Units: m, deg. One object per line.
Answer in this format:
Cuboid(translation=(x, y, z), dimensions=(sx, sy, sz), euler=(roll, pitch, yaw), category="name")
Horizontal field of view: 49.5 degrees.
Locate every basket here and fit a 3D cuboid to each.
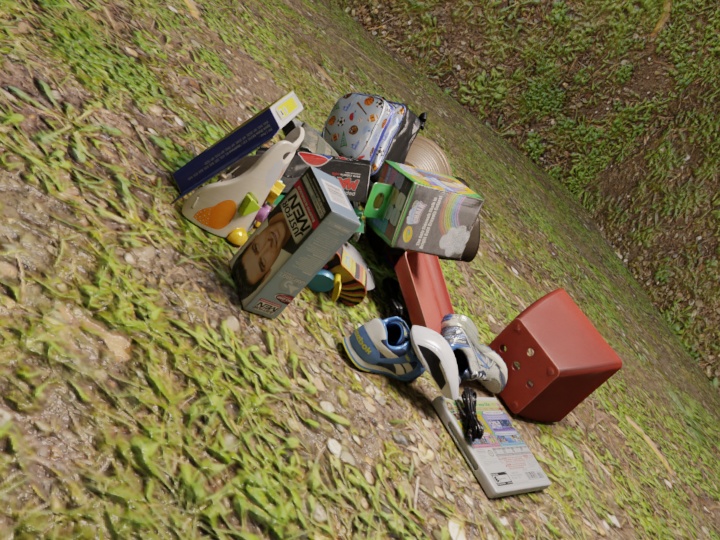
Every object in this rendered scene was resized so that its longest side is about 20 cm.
Cuboid(translation=(0.122, -0.096, 1.588), dimensions=(0.198, 0.136, 0.182), euler=(-6, 76, -22), category="basket")

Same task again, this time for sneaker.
Cuboid(translation=(0.198, 0.172, 1.430), dimensions=(0.200, 0.077, 0.086), euler=(48, 49, -28), category="sneaker")
Cuboid(translation=(0.060, 0.124, 1.252), dimensions=(0.199, 0.082, 0.074), euler=(17, 33, -51), category="sneaker")

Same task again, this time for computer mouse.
Cuboid(translation=(0.000, 0.000, 1.391), dimensions=(0.199, 0.044, 0.110), euler=(38, 23, -15), category="computer mouse")
Cuboid(translation=(0.143, 0.166, 1.244), dimensions=(0.201, 0.044, 0.110), euler=(58, 19, -19), category="computer mouse")

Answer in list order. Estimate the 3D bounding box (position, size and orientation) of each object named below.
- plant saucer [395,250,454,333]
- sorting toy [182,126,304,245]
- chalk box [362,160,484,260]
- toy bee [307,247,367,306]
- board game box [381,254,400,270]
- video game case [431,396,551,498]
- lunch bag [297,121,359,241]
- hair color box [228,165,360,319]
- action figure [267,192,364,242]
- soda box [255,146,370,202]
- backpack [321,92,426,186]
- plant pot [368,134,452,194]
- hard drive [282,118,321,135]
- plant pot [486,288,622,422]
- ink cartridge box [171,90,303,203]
Cuboid(translation=(0.122, 0.047, 1.456), dimensions=(0.200, 0.036, 0.201), euler=(-35, 109, -67), category="plant saucer")
Cuboid(translation=(-0.157, -0.148, 1.219), dimensions=(0.107, 0.180, 0.200), euler=(41, 23, -7), category="sorting toy")
Cuboid(translation=(0.093, -0.111, 1.391), dimensions=(0.198, 0.125, 0.124), euler=(11, 21, -29), category="chalk box")
Cuboid(translation=(-0.048, -0.011, 1.259), dimensions=(0.199, 0.108, 0.132), euler=(13, 56, -45), category="toy bee")
Cuboid(translation=(0.118, -0.015, 1.642), dimensions=(0.200, 0.039, 0.158), euler=(50, 23, 11), category="board game box")
Cuboid(translation=(0.222, 0.292, 1.315), dimensions=(0.199, 0.022, 0.183), euler=(13, 38, -50), category="video game case")
Cuboid(translation=(-0.069, -0.161, 1.484), dimensions=(0.200, 0.117, 0.164), euler=(43, 18, -19), category="lunch bag")
Cuboid(translation=(-0.097, -0.037, 1.104), dimensions=(0.060, 0.200, 0.099), euler=(22, 31, -41), category="hair color box")
Cuboid(translation=(-0.095, -0.100, 1.353), dimensions=(0.198, 0.055, 0.118), euler=(16, 14, -9), category="action figure")
Cuboid(translation=(-0.083, -0.167, 1.353), dimensions=(0.198, 0.071, 0.063), euler=(7, 15, -3), category="soda box")
Cuboid(translation=(0.006, -0.276, 1.615), dimensions=(0.190, 0.201, 0.154), euler=(22, -9, 44), category="backpack")
Cuboid(translation=(0.095, -0.191, 1.692), dimensions=(0.201, 0.201, 0.093), euler=(45, 20, 2), category="plant pot")
Cuboid(translation=(-0.081, -0.239, 1.697), dimensions=(0.139, 0.038, 0.201), euler=(22, 31, -44), category="hard drive")
Cuboid(translation=(0.347, 0.175, 1.528), dimensions=(0.175, 0.200, 0.201), euler=(-2, 50, -48), category="plant pot")
Cuboid(translation=(-0.195, -0.195, 1.213), dimensions=(0.047, 0.197, 0.200), euler=(57, 19, -12), category="ink cartridge box")
